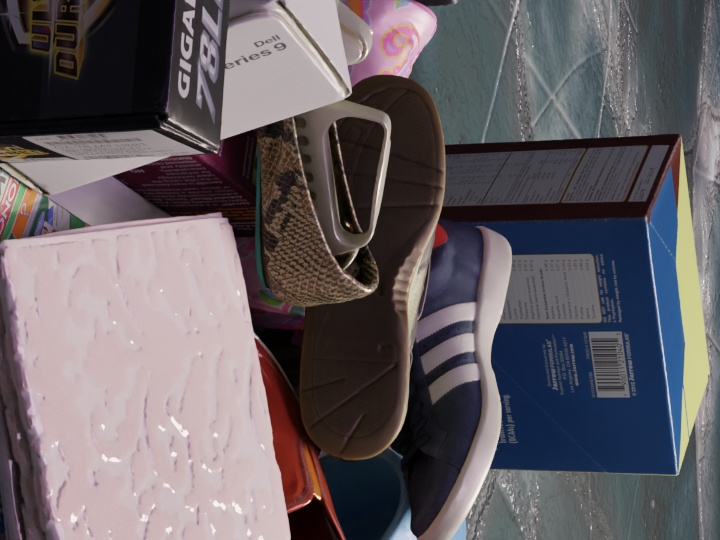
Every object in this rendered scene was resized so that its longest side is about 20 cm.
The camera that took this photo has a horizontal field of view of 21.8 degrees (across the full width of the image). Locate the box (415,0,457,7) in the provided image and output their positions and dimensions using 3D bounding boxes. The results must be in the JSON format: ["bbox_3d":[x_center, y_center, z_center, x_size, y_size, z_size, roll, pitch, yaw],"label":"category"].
[{"bbox_3d":[0.001,-0.292,1.116,0.197,0.123,0.201,71,28,-43],"label":"box"}]

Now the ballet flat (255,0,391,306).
[{"bbox_3d":[-0.022,-0.077,0.875,0.068,0.075,0.201,-49,135,-57],"label":"ballet flat"}]

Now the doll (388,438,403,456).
[{"bbox_3d":[0.026,0.086,1.152,0.137,0.048,0.200,55,-9,21],"label":"doll"}]

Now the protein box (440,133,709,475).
[{"bbox_3d":[0.127,0.024,1.315,0.135,0.199,0.200,-55,139,-56],"label":"protein box"}]

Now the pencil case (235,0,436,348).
[{"bbox_3d":[-0.025,-0.061,1.029,0.087,0.087,0.201,30,77,-65],"label":"pencil case"}]

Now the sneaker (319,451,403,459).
[{"bbox_3d":[-0.016,0.196,1.103,0.075,0.088,0.201,44,51,-63],"label":"sneaker"}]

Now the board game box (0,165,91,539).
[{"bbox_3d":[-0.166,0.059,0.760,0.135,0.029,0.201,40,59,-60],"label":"board game box"}]

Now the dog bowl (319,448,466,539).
[{"bbox_3d":[-0.024,0.180,1.019,0.200,0.111,0.050,-56,130,-24],"label":"dog bowl"}]

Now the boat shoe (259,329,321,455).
[{"bbox_3d":[-0.048,0.085,1.043,0.200,0.072,0.068,-33,118,-65],"label":"boat shoe"}]

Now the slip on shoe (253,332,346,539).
[{"bbox_3d":[-0.048,0.106,0.923,0.201,0.074,0.061,67,-15,-5],"label":"slip on shoe"}]

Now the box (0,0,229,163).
[{"bbox_3d":[-0.139,-0.137,0.650,0.050,0.197,0.201,26,66,-68],"label":"box"}]

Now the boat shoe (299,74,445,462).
[{"bbox_3d":[0.001,0.001,0.968,0.066,0.071,0.202,114,-17,-75],"label":"boat shoe"}]

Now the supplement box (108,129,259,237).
[{"bbox_3d":[-0.096,-0.096,0.906,0.200,0.085,0.111,39,54,-63],"label":"supplement box"}]

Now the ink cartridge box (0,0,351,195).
[{"bbox_3d":[-0.096,-0.150,0.761,0.088,0.145,0.201,45,31,-60],"label":"ink cartridge box"}]

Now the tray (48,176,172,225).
[{"bbox_3d":[-0.145,-0.001,0.858,0.200,0.022,0.108,38,61,-63],"label":"tray"}]

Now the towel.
[{"bbox_3d":[-0.092,0.079,0.806,0.191,0.032,0.201,-9,90,-63],"label":"towel"}]

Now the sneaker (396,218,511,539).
[{"bbox_3d":[0.027,0.053,1.012,0.075,0.084,0.201,126,-22,-47],"label":"sneaker"}]
